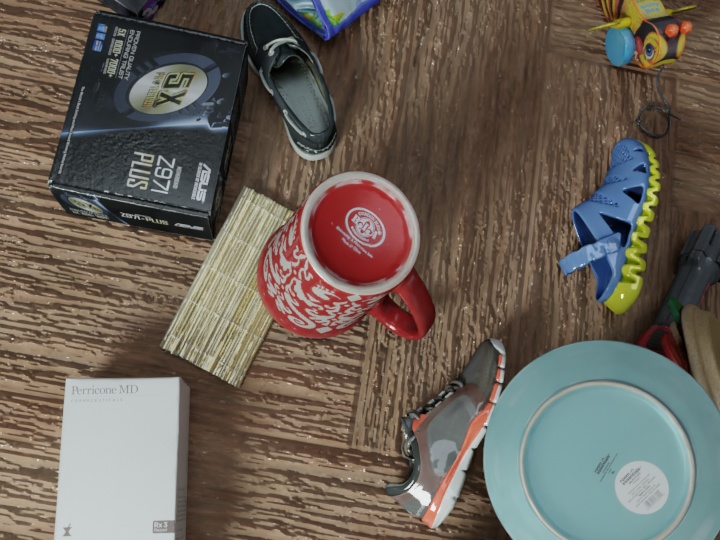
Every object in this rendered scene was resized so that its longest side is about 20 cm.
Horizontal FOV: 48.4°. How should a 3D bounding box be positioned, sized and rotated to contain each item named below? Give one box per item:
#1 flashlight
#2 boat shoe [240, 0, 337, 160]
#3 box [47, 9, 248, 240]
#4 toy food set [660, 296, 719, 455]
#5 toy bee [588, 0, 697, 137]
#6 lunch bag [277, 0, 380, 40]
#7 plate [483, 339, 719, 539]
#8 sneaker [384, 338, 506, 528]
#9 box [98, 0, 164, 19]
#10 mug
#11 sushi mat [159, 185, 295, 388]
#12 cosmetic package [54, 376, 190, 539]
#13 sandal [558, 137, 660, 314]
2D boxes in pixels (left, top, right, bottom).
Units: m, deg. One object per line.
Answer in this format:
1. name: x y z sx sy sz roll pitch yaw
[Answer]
1. flashlight: 0.350 0.050 0.875 0.068 0.068 0.201 36 69 -5
2. boat shoe: -0.077 -0.223 0.891 0.075 0.060 0.201 -27 80 -13
3. box: -0.215 -0.150 0.842 0.162 0.086 0.202 11 74 -5
4. toy food set: 0.320 0.122 0.725 0.048 0.197 0.202 -21 67 28
5. toy bee: 0.345 -0.280 0.934 0.130 0.109 0.201 -35 82 -16
6. lunch bag: -0.040 -0.387 0.912 0.170 0.127 0.201 -41 98 -17
7. plate: 0.197 0.157 0.647 0.198 0.026 0.203 -1 85 16
8. sneaker: 0.085 0.151 0.810 0.081 0.077 0.201 24 73 6
9. box: -0.255 -0.397 0.928 0.142 0.036 0.201 32 73 2
10. mug: -0.002 -0.012 0.769 0.175 0.200 0.135 7 77 -12
11. sushi mat: -0.125 0.013 0.849 0.095 0.012 0.201 25 74 1
12. cosmetic package: -0.221 0.204 0.753 0.111 0.081 0.202 -2 77 -6
13. sandal: 0.275 -0.058 0.886 0.086 0.080 0.202 15 73 1
